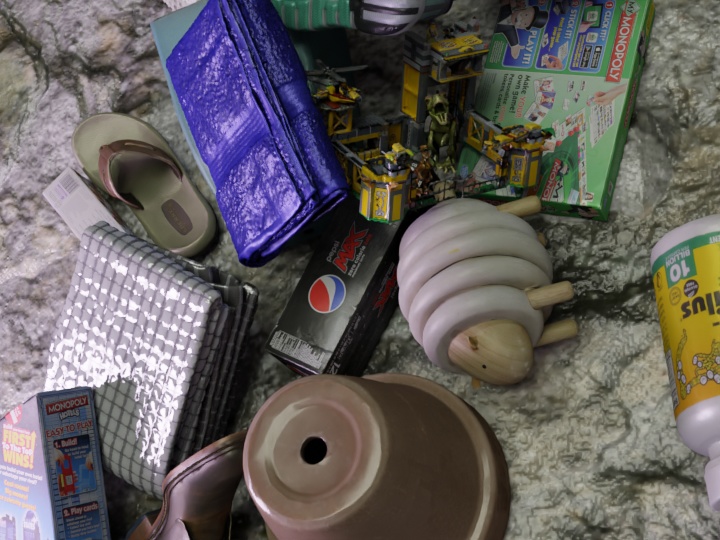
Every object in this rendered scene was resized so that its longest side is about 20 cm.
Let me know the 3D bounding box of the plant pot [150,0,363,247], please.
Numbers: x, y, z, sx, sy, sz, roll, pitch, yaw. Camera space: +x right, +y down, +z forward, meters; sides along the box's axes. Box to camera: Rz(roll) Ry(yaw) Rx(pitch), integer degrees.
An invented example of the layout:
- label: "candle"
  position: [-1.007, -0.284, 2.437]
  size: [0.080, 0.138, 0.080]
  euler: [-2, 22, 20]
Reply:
- label: "plant pot"
  position: [-0.076, -0.131, 1.213]
  size: [0.141, 0.141, 0.201]
  euler: [-20, 69, 14]

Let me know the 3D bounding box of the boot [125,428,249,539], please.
- label: "boot"
  position: [-0.116, 0.208, 1.089]
  size: [0.097, 0.074, 0.200]
  euler: [58, 138, 21]

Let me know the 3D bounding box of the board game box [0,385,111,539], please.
- label: "board game box"
  position: [-0.286, 0.191, 1.162]
  size: [0.199, 0.062, 0.201]
  euler: [8, 97, 37]

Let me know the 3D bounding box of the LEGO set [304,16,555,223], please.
- label: "LEGO set"
  position: [0.053, -0.130, 1.087]
  size: [0.199, 0.116, 0.154]
  euler: [-11, 34, -21]

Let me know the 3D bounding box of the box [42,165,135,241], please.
- label: "box"
  position: [-0.227, -0.020, 1.281]
  size: [0.041, 0.039, 0.200]
  euler: [-46, 60, 1]

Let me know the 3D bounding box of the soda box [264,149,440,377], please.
- label: "soda box"
  position: [0.000, 0.000, 1.160]
  size: [0.063, 0.071, 0.201]
  euler: [23, 79, 27]

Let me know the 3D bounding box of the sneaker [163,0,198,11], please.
- label: "sneaker"
  position: [-0.136, -0.291, 1.346]
  size: [0.100, 0.070, 0.200]
  euler: [-45, 59, -12]

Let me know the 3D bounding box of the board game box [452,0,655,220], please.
- label: "board game box"
  position: [0.166, -0.146, 1.178]
  size: [0.134, 0.029, 0.201]
  euler: [9, 73, 25]

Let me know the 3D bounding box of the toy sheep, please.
- label: "toy sheep"
  position: [0.093, 0.007, 1.092]
  size: [0.137, 0.138, 0.201]
  euler: [-25, 47, 11]

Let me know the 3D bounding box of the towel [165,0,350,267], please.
- label: "towel"
  position: [-0.092, -0.116, 1.087]
  size: [0.148, 0.049, 0.201]
  euler: [-37, 70, 47]

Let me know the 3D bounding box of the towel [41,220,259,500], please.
- label: "towel"
  position: [-0.182, 0.074, 1.170]
  size: [0.165, 0.085, 0.201]
  euler: [24, 106, 30]

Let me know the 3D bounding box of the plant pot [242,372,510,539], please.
- label: "plant pot"
  position: [-0.002, 0.158, 1.038]
  size: [0.199, 0.175, 0.201]
  euler: [-8, 67, 18]

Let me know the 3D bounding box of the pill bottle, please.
- label: "pill bottle"
  position: [0.279, 0.069, 0.994]
  size: [0.112, 0.113, 0.201]
  euler: [-11, 65, 18]

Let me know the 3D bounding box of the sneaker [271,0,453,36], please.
- label: "sneaker"
  position: [-0.009, -0.230, 1.121]
  size: [0.199, 0.087, 0.075]
  euler: [24, 118, 38]

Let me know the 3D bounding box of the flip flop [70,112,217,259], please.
- label: "flip flop"
  position: [-0.207, -0.086, 1.289]
  size: [0.081, 0.058, 0.200]
  euler: [-42, 60, 1]
